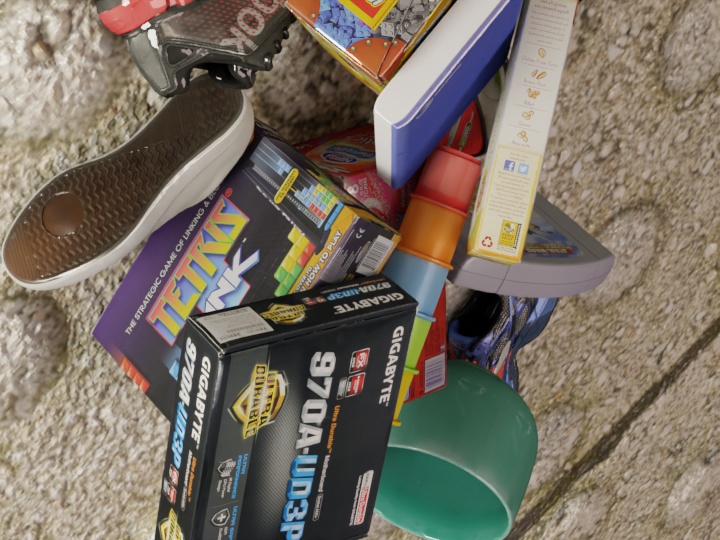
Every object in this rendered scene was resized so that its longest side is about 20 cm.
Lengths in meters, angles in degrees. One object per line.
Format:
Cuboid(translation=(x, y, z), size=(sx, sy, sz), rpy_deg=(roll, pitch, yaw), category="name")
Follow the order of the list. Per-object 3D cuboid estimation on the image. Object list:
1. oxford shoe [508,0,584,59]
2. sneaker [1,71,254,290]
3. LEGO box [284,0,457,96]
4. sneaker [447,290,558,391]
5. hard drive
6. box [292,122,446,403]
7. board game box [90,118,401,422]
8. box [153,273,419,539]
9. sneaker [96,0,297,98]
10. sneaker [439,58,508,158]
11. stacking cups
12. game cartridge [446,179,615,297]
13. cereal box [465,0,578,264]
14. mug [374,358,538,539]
Cuboid(translation=(0.129, -0.192, 1.348), size=(0.201, 0.058, 0.075), rpy_deg=(-54, 147, 8), category="oxford shoe")
Cuboid(translation=(-0.150, -0.048, 1.167), size=(0.199, 0.073, 0.085), rpy_deg=(-36, 163, -3), category="sneaker")
Cuboid(translation=(0.038, -0.191, 1.108), size=(0.149, 0.077, 0.200), rpy_deg=(-51, 174, 3), category="LEGO box")
Cuboid(translation=(0.104, 0.075, 1.544), size=(0.078, 0.075, 0.202), rpy_deg=(10, 105, -40), category="sneaker")
Cuboid(translation=(0.058, -0.128, 1.133), size=(0.132, 0.025, 0.200), rpy_deg=(-51, 174, -6), category="hard drive")
Cuboid(translation=(0.000, 0.000, 1.307), size=(0.099, 0.095, 0.202), rpy_deg=(-19, 118, -35), category="box")
Cuboid(translation=(-0.085, 0.011, 1.203), size=(0.057, 0.165, 0.201), rpy_deg=(22, 103, -49), category="board game box")
Cuboid(translation=(-0.052, 0.109, 1.143), size=(0.158, 0.046, 0.201), rpy_deg=(-12, 127, -35), category="box")
Cuboid(translation=(-0.071, -0.175, 1.119), size=(0.199, 0.071, 0.099), rpy_deg=(-28, 104, -25), category="sneaker")
Cuboid(translation=(0.064, -0.171, 1.287), size=(0.077, 0.084, 0.201), rpy_deg=(-69, 151, -57), category="sneaker")
Cuboid(translation=(0.039, 0.010, 1.243), size=(0.060, 0.060, 0.201), rpy_deg=(25, 87, -52), category="stacking cups")
Cuboid(translation=(0.118, -0.028, 1.410), size=(0.199, 0.133, 0.042), rpy_deg=(0, 121, -46), category="game cartridge")
Cuboid(translation=(0.115, -0.105, 1.205), size=(0.144, 0.039, 0.202), rpy_deg=(-5, 109, -88), category="cereal box")
Cuboid(translation=(0.061, 0.143, 1.468), size=(0.153, 0.184, 0.115), rpy_deg=(83, 27, -52), category="mug")
